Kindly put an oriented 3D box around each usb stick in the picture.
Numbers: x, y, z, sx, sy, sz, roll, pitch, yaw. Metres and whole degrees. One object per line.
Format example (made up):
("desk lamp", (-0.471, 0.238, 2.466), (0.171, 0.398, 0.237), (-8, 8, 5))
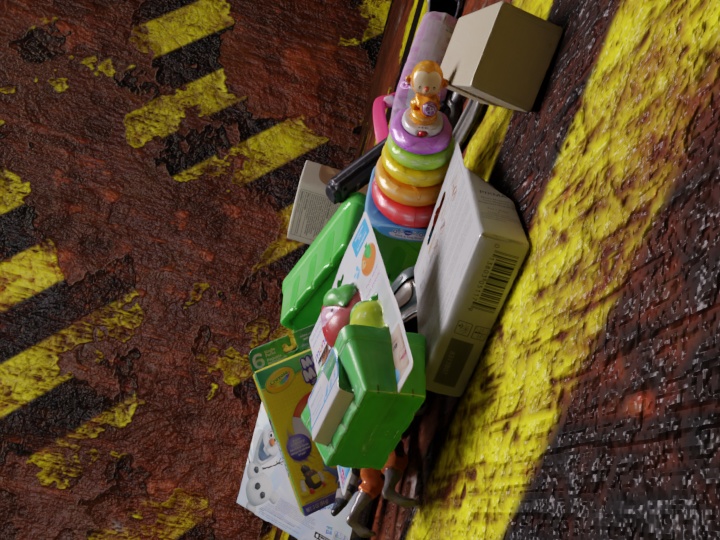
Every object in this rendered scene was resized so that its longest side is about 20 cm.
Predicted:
("usb stick", (0.038, -0.156, 0.910), (0.198, 0.033, 0.055), (-37, -2, -11))

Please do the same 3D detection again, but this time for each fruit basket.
("fruit basket", (0.000, 0.000, 0.953), (0.217, 0.154, 0.216), (-52, 9, 12))
("fruit basket", (-0.013, 0.077, 0.672), (0.188, 0.091, 0.203), (-64, 34, 36))

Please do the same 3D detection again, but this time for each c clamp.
("c clamp", (0.135, -0.235, 0.912), (0.200, 0.026, 0.176), (121, 162, -72))

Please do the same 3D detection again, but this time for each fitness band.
("fitness band", (0.063, -0.219, 1.154), (0.200, 0.036, 0.148), (-51, -51, -69))

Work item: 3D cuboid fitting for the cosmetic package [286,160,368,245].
("cosmetic package", (-0.005, -0.081, 1.056), (0.072, 0.194, 0.107), (-82, 11, -55))

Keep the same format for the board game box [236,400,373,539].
("board game box", (-0.064, 0.254, 0.943), (0.043, 0.196, 0.205), (12, -87, -56))

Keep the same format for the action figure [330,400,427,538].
("action figure", (0.020, 0.159, 0.748), (0.202, 0.101, 0.198), (107, 164, -52))

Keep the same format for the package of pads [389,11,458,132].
("package of pads", (0.099, -0.286, 1.056), (0.122, 0.074, 0.204), (106, -179, -51))

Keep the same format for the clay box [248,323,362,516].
("clay box", (-0.054, 0.173, 0.845), (0.048, 0.112, 0.205), (143, 107, -74))

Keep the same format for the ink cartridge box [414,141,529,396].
("ink cartridge box", (0.097, -0.009, 0.670), (0.202, 0.055, 0.166), (-79, 5, -59))

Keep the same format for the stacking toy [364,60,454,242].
("stacking toy", (0.066, -0.138, 0.763), (0.203, 0.112, 0.112), (94, -175, -50))

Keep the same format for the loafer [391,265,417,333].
("loafer", (0.044, 0.082, 0.853), (0.202, 0.070, 0.064), (113, 149, -43))

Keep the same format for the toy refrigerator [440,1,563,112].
("toy refrigerator", (0.133, -0.211, 0.700), (0.200, 0.068, 0.078), (-103, 34, -74))

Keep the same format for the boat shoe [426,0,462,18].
("boat shoe", (0.143, -0.469, 1.173), (0.068, 0.070, 0.206), (-106, 29, -82))
